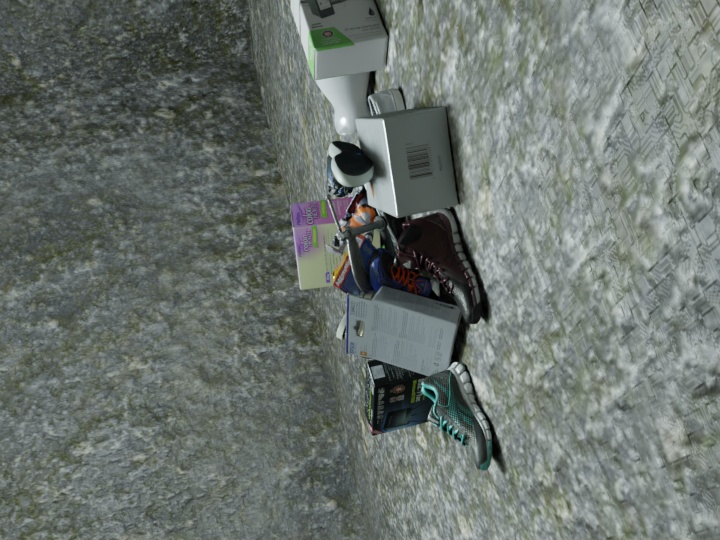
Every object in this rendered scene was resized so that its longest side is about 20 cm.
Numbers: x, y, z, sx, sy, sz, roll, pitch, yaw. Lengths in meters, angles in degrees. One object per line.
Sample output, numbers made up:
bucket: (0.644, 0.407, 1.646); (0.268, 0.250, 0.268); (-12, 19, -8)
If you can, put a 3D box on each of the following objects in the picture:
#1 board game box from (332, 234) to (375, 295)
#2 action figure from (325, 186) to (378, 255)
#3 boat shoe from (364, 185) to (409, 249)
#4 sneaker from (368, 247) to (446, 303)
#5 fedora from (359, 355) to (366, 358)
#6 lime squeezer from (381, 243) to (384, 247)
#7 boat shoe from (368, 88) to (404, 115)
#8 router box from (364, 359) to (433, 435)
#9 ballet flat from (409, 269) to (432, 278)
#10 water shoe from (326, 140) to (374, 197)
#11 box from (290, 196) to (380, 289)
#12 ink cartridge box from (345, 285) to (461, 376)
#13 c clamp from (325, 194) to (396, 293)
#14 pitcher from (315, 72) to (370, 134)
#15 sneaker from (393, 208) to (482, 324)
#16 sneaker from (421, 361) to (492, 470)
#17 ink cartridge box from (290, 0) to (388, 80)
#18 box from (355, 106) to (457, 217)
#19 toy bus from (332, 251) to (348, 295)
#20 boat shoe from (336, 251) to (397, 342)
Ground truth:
board game box: (0.000, 0.000, 1.576); (0.104, 0.019, 0.200); (-63, -15, -4)
action figure: (0.003, -0.091, 1.731); (0.194, 0.104, 0.202); (-49, -9, -51)
boat shoe: (0.061, -0.140, 1.623); (0.071, 0.071, 0.204); (15, 126, 69)
sneaker: (0.085, 0.024, 1.452); (0.200, 0.077, 0.077); (42, -128, -37)
fedora: (0.064, 0.099, 1.653); (0.199, 0.091, 0.204); (-31, 45, 36)
lime squeezer: (0.063, -0.048, 1.765); (0.200, 0.037, 0.072); (-121, 22, -65)
boat shoe: (0.055, -0.225, 1.518); (0.072, 0.067, 0.205); (-139, 39, -74)
router box: (0.086, 0.236, 1.630); (0.202, 0.146, 0.063); (91, 163, -52)
ballet flat: (0.107, -0.005, 1.508); (0.064, 0.067, 0.200); (45, 165, 10)
water shoe: (-0.020, -0.155, 1.383); (0.201, 0.070, 0.081); (-101, 20, -68)
box: (-0.054, -0.065, 1.919); (0.098, 0.195, 0.179); (-103, 7, -51)
ink cartridge box: (0.072, 0.107, 1.470); (0.201, 0.196, 0.041); (94, -166, -54)
c clamp: (0.015, -0.050, 1.456); (0.199, 0.027, 0.175); (-10, -94, -63)
pitcher: (-0.034, -0.413, 1.727); (0.174, 0.118, 0.202); (-90, -12, -45)
sneaker: (0.113, 0.002, 1.310); (0.076, 0.113, 0.203); (96, 161, -59)
sneaker: (0.159, 0.252, 1.404); (0.079, 0.089, 0.202); (87, 167, -46)
ink cartridge box: (-0.044, -0.472, 1.579); (0.085, 0.142, 0.203); (96, 160, -59)
box: (0.072, -0.181, 1.364); (0.200, 0.104, 0.156); (-139, 39, -73)
toy bus: (0.031, 0.052, 1.751); (0.198, 0.079, 0.065); (37, -175, -7)
boat shoe: (0.029, 0.054, 1.593); (0.060, 0.204, 0.072); (29, 169, 15)
